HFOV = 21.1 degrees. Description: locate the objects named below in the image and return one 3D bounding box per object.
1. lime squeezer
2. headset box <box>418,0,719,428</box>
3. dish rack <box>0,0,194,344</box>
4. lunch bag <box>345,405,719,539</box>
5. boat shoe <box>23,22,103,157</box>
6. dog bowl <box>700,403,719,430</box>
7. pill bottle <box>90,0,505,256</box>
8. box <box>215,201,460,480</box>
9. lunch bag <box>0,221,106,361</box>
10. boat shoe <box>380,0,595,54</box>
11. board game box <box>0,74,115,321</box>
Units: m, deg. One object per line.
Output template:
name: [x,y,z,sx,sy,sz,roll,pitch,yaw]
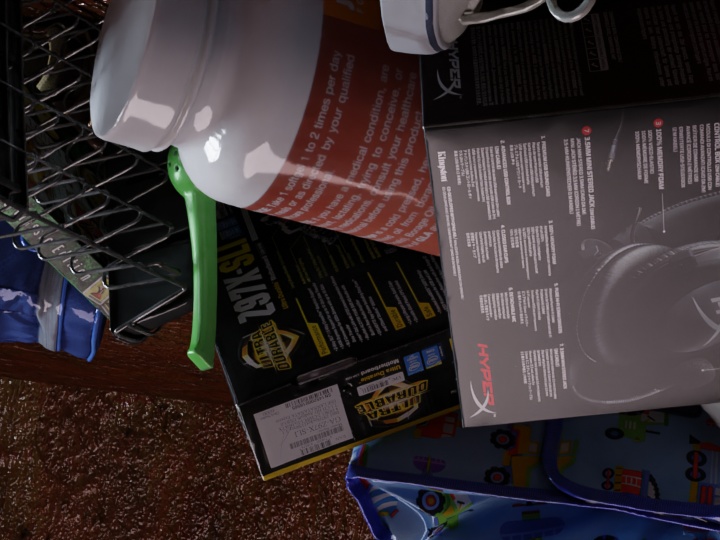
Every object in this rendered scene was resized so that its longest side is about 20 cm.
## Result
lime squeezer: [-0.046,-0.054,0.884,0.070,0.201,0.038,37,144,-11]
headset box: [0.128,-0.026,0.746,0.198,0.078,0.150,-7,128,4]
dish rack: [-0.134,-0.068,0.854,0.054,0.155,0.200,-18,155,25]
lunch bag: [0.109,0.078,0.910,0.198,0.151,0.095,-2,126,15]
boat shoe: [-0.154,-0.092,1.000,0.198,0.073,0.072,16,172,0]
dog bowl: [0.228,0.013,0.840,0.199,0.201,0.059,2,135,36]
pill bottle: [-0.007,-0.073,0.818,0.198,0.113,0.112,13,170,-23]
box: [0.000,0.000,0.932,0.159,0.050,0.200,-21,-146,-5]
lunch bag: [-0.204,-0.022,1.260,0.131,0.137,0.200,10,170,-8]
boat shoe: [0.051,-0.123,0.615,0.085,0.075,0.202,6,161,3]
board game box: [-0.166,-0.064,0.907,0.023,0.105,0.200,-31,136,9]
